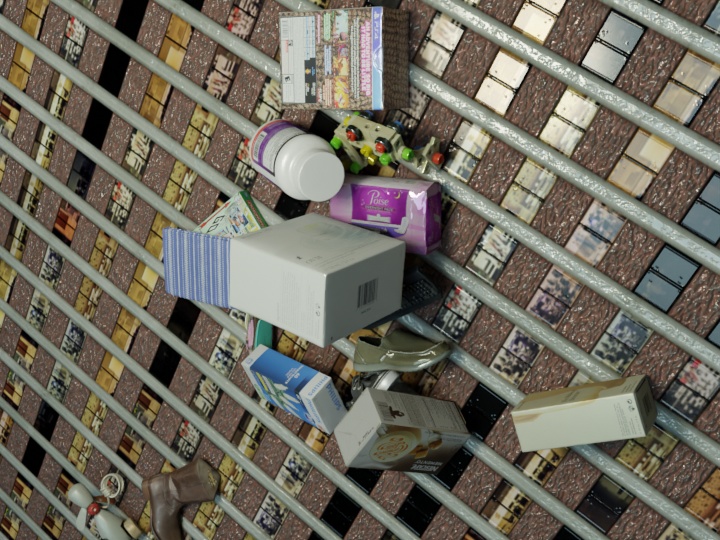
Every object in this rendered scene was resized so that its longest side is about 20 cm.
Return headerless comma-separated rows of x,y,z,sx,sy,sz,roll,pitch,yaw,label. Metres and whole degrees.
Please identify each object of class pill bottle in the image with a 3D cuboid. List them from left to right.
-0.106,-0.185,1.406,0.200,0.111,0.112,38,123,55,pill bottle

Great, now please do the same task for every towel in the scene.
-0.311,-0.006,1.635,0.199,0.024,0.145,11,109,29,towel

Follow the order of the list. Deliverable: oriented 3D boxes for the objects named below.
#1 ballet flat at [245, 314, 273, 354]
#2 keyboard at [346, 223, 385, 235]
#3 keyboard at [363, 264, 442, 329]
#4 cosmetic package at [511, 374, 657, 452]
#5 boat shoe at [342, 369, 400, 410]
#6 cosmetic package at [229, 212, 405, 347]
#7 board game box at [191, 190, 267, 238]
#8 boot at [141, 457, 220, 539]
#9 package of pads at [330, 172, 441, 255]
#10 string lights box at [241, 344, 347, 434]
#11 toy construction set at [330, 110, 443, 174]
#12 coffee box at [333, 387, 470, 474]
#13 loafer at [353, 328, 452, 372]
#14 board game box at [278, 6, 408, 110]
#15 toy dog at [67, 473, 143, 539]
-0.195,0.075,1.599,0.071,0.069,0.201,28,115,42,ballet flat
0.000,0.000,1.441,0.127,0.021,0.200,8,132,21,keyboard
0.035,0.037,1.417,0.200,0.021,0.127,-28,115,41,keyboard
0.351,0.225,1.296,0.199,0.105,0.071,-16,92,30,cosmetic package
0.011,0.214,1.469,0.066,0.070,0.200,41,153,7,boat shoe
-0.068,0.005,1.302,0.200,0.199,0.123,18,116,34,cosmetic package
-0.261,-0.048,1.623,0.200,0.029,0.135,-35,82,31,board game box
-0.374,0.514,1.801,0.200,0.064,0.187,-22,92,27,boot
0.040,-0.100,1.412,0.199,0.076,0.121,9,110,28,package of pads
-0.123,0.218,1.536,0.200,0.059,0.103,19,143,42,string lights box
0.037,-0.203,1.368,0.199,0.131,0.092,12,63,26,toy construction set
0.072,0.276,1.405,0.114,0.200,0.080,-54,40,27,coffee box
0.066,0.138,1.452,0.199,0.075,0.070,-9,94,32,loafer
-0.028,-0.351,1.381,0.199,0.097,0.160,7,105,28,board game box
-0.592,0.576,1.919,0.201,0.132,0.096,68,160,5,toy dog
